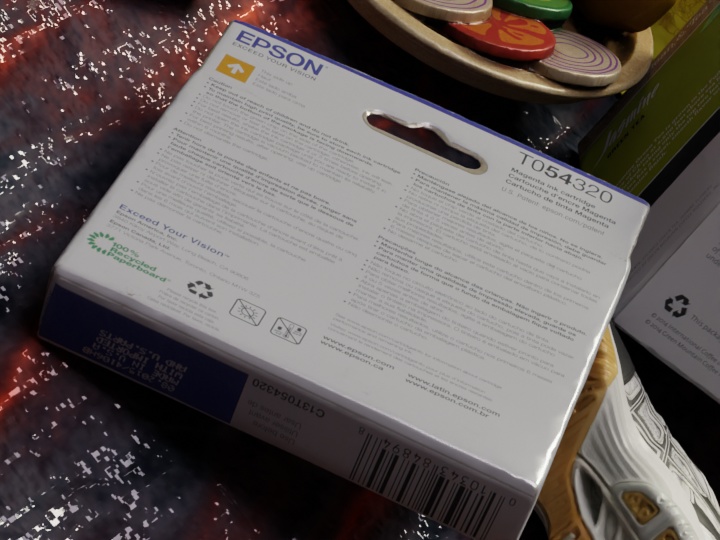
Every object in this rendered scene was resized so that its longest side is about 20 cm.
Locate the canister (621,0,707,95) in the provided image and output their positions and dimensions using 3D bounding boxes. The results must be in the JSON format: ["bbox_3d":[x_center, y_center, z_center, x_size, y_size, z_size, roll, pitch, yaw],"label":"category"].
[{"bbox_3d":[0.220,-0.122,1.430,0.149,0.087,0.200,49,34,4],"label":"canister"}]

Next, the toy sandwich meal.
[{"bbox_3d":[0.063,-0.161,1.286,0.204,0.070,0.206,21,34,-15],"label":"toy sandwich meal"}]

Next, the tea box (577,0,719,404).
[{"bbox_3d":[0.219,-0.009,1.240,0.200,0.134,0.197,37,21,-14],"label":"tea box"}]

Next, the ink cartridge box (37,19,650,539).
[{"bbox_3d":[0.000,0.000,1.069,0.196,0.043,0.200,24,36,4],"label":"ink cartridge box"}]

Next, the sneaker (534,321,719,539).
[{"bbox_3d":[0.099,0.082,1.136,0.088,0.075,0.201,31,33,-55],"label":"sneaker"}]
